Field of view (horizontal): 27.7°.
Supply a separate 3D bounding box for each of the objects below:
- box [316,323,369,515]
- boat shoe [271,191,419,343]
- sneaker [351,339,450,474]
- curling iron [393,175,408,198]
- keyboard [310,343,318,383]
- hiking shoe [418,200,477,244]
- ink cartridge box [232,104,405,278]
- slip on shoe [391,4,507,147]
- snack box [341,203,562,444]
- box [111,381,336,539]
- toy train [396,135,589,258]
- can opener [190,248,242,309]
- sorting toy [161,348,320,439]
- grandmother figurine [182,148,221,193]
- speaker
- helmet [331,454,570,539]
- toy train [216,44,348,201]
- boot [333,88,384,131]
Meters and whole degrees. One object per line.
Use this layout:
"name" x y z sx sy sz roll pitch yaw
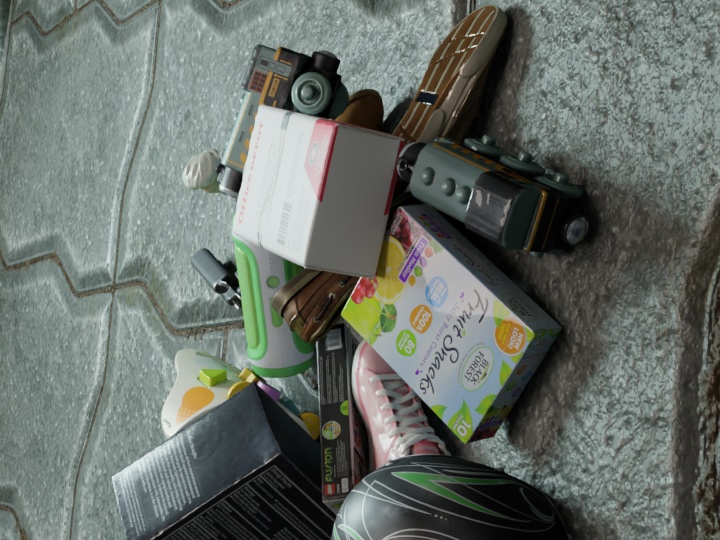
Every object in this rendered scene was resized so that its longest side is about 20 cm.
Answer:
"box" -0.012 0.171 1.580 0.035 0.110 0.200 -11 59 14
"boat shoe" 0.000 0.000 1.584 0.200 0.072 0.068 -42 72 -6
"sneaker" 0.048 0.159 1.515 0.105 0.075 0.201 -25 68 62
"curling iron" 0.028 -0.092 1.612 0.200 0.050 0.026 -53 42 18
"keyboard" -0.033 0.128 1.745 0.200 0.011 0.056 -118 40 -48
"hiking shoe" 0.069 -0.027 1.530 0.101 0.076 0.200 12 94 58
"ink cartridge box" -0.048 -0.084 1.502 0.200 0.084 0.145 23 102 62
"slip on shoe" 0.102 -0.182 1.536 0.200 0.061 0.076 -61 31 -1
"snack box" 0.084 0.049 1.429 0.200 0.053 0.142 45 122 29
"box" -0.130 0.260 1.609 0.198 0.200 0.123 -33 43 7
"toy train" 0.122 -0.075 1.383 0.200 0.114 0.085 33 111 44
"can opener" -0.170 0.010 2.001 0.067 0.053 0.200 -45 32 -2
"sorting toy" -0.152 0.160 1.788 0.107 0.200 0.180 -55 33 8
"grandmother figurine" -0.118 -0.104 1.762 0.121 0.200 0.061 -45 45 48
"speaker" -0.104 0.023 1.749 0.088 0.088 0.200 31 131 60
"helmet" 0.073 0.261 1.318 0.200 0.190 0.200 -25 61 56
"toy train" -0.091 -0.160 1.657 0.114 0.085 0.200 23 99 18
"boot" 0.001 -0.094 1.681 0.200 0.077 0.155 -60 41 16
